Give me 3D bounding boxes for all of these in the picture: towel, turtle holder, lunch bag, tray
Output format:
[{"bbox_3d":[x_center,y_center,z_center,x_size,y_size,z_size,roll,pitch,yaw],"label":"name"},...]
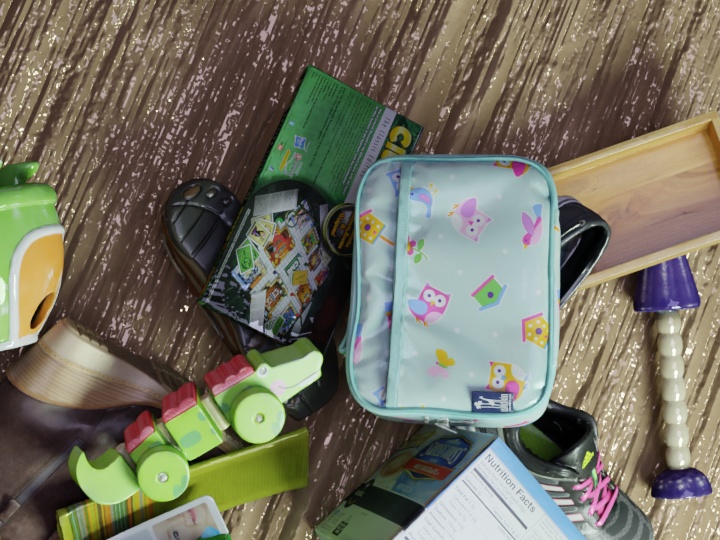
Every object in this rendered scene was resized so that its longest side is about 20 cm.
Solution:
[{"bbox_3d":[-0.132,0.172,1.235,0.198,0.086,0.018,-17,62,-13],"label":"towel"},{"bbox_3d":[-0.302,-0.001,1.170,0.183,0.141,0.133,-12,92,-15],"label":"turtle holder"},{"bbox_3d":[0.065,0.018,1.182,0.158,0.077,0.203,2,81,5],"label":"lunch bag"},{"bbox_3d":[0.208,-0.048,1.312,0.198,0.037,0.100,-19,81,2],"label":"tray"}]

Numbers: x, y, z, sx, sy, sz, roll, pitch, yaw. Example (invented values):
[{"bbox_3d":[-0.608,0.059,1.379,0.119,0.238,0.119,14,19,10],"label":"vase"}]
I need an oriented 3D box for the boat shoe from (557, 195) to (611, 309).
[{"bbox_3d":[0.122,0.032,1.246,0.200,0.066,0.070,-50,126,-10],"label":"boat shoe"}]

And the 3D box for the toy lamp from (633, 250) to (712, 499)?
[{"bbox_3d":[0.257,0.084,1.340,0.057,0.058,0.203,-6,89,-13],"label":"toy lamp"}]

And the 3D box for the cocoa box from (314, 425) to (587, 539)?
[{"bbox_3d":[0.071,0.208,1.219,0.131,0.200,0.134,-43,97,-11],"label":"cocoa box"}]

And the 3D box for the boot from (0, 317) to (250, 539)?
[{"bbox_3d":[-0.200,0.145,1.238,0.199,0.072,0.167,33,98,-23],"label":"boot"}]

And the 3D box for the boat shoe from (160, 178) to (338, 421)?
[{"bbox_3d":[-0.087,0.021,1.254,0.075,0.074,0.201,-32,95,-24],"label":"boat shoe"}]

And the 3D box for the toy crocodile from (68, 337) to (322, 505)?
[{"bbox_3d":[-0.116,0.106,1.171,0.199,0.068,0.062,-31,111,-2],"label":"toy crocodile"}]

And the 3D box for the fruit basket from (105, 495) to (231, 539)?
[{"bbox_3d":[-0.165,0.290,1.218,0.198,0.094,0.187,-23,97,-7],"label":"fruit basket"}]

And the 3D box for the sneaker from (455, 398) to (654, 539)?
[{"bbox_3d":[0.167,0.162,1.292,0.200,0.087,0.074,43,54,-7],"label":"sneaker"}]

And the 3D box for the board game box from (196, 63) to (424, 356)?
[{"bbox_3d":[-0.036,-0.043,1.226,0.104,0.023,0.202,27,76,-10],"label":"board game box"}]
